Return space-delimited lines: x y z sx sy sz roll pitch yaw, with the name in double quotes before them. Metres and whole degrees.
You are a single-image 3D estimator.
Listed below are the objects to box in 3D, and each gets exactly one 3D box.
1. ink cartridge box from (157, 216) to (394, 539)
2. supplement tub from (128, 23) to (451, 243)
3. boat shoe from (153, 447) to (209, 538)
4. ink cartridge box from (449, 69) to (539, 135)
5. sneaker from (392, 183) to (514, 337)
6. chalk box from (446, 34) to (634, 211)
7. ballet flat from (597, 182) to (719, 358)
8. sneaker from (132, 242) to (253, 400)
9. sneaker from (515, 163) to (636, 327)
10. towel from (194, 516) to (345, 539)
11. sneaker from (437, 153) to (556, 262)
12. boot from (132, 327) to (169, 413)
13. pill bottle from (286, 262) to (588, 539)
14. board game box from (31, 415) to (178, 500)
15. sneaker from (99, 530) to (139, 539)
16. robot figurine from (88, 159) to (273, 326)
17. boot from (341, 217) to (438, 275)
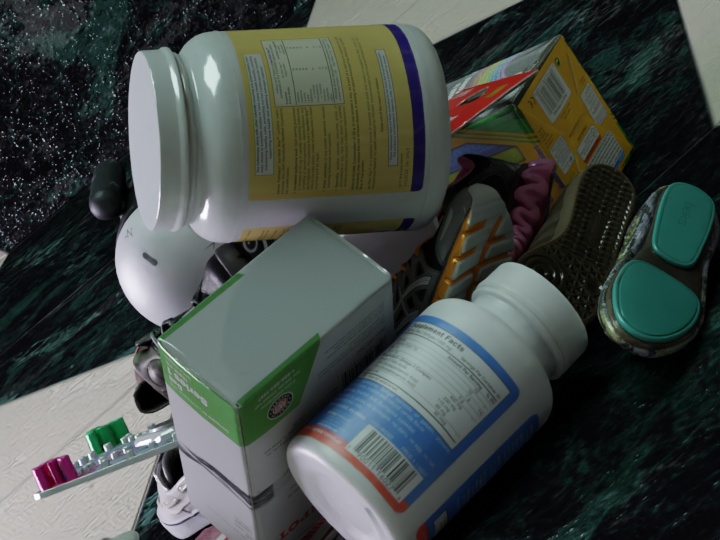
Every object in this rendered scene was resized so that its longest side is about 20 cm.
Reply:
"ink cartridge box" -0.051 0.085 1.549 0.146 0.084 0.200 -40 -29 -25
"supplement tub" -0.050 -0.094 1.565 0.200 0.146 0.145 -4 6 -15
"boat shoe" -0.130 0.163 1.791 0.072 0.066 0.200 -54 10 -18
"ink cartridge box" 0.031 -0.109 1.763 0.176 0.045 0.200 -40 9 -11
"sneaker" 0.046 0.022 1.609 0.078 0.077 0.200 -17 -45 -50
"chalk box" 0.102 -0.086 1.898 0.200 0.124 0.124 -22 22 38
"ballet flat" 0.195 0.016 1.520 0.072 0.072 0.200 -29 17 33
"sneaker" -0.105 0.046 1.637 0.114 0.076 0.199 -36 -10 -10
"sneaker" 0.148 0.006 1.677 0.200 0.070 0.076 -54 -4 -42
"towel" -0.084 0.217 1.642 0.200 0.023 0.144 -21 20 46
"sneaker" 0.083 -0.025 1.731 0.200 0.095 0.079 -61 -13 -51
"boot" -0.093 0.047 1.839 0.200 0.072 0.166 -30 11 3
"pill bottle" 0.056 0.090 1.507 0.200 0.112 0.112 -43 15 -20
"board game box" -0.147 0.118 1.801 0.200 0.026 0.200 -21 3 8
"sneaker" -0.203 0.247 1.710 0.092 0.076 0.200 -40 2 -26
"robot figurine" -0.127 -0.034 1.799 0.150 0.125 0.200 -11 25 6
"boot" 0.000 0.000 1.745 0.200 0.074 0.096 -53 12 33
